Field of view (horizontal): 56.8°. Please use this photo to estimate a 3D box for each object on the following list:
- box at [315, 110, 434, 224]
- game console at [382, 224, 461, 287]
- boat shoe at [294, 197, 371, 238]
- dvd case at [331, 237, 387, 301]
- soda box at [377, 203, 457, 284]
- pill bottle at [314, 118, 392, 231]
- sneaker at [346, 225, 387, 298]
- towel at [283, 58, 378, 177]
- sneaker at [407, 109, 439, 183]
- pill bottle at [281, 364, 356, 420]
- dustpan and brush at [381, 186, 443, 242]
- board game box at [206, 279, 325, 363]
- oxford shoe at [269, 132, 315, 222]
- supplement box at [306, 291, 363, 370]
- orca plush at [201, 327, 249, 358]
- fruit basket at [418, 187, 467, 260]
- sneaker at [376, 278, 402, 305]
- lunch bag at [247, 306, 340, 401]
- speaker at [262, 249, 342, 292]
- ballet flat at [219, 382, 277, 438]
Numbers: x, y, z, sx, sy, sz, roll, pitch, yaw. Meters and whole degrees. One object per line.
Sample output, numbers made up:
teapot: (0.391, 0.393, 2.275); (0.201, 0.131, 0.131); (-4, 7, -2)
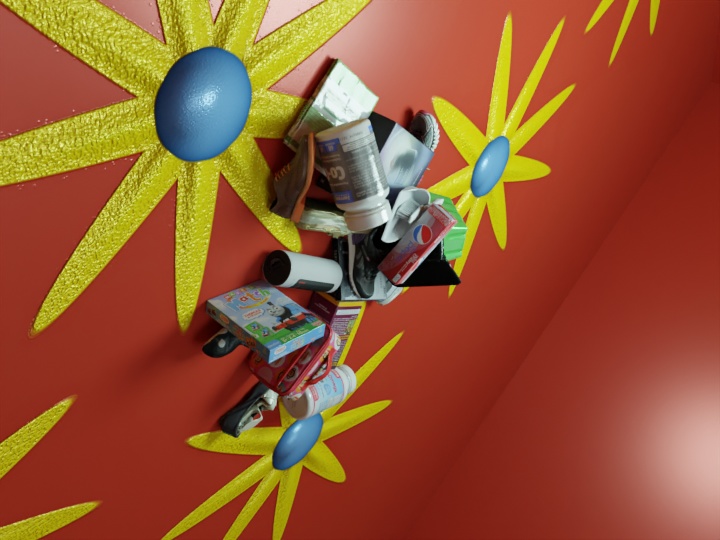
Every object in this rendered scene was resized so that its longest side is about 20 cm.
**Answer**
box: (0.036, -0.226, 1.482); (0.198, 0.123, 0.200); (19, 101, -57)
game console: (0.139, -0.049, 1.660); (0.116, 0.199, 0.177); (4, 84, -56)
boat shoe: (-0.060, -0.109, 1.479); (0.199, 0.074, 0.067); (12, 119, -33)
dvd case: (0.000, 0.000, 1.653); (0.200, 0.025, 0.151); (4, 82, -56)
soda box: (0.131, -0.060, 1.532); (0.200, 0.063, 0.070); (-49, 167, 16)
pill bottle: (-0.009, -0.187, 1.312); (0.114, 0.114, 0.201); (-31, 111, -37)
sneaker: (0.022, -0.025, 1.575); (0.076, 0.087, 0.201); (-30, 118, -52)
towel: (-0.058, -0.305, 1.347); (0.149, 0.031, 0.200); (33, 87, -47)
sneaker: (0.128, -0.286, 1.598); (0.075, 0.081, 0.201); (-17, 131, -45)
pill bottle: (-0.105, 0.317, 1.775); (0.200, 0.109, 0.109); (-15, 129, -49)
dustpan and brush: (0.132, -0.142, 1.518); (0.200, 0.057, 0.140); (-40, 156, -54)
board game box: (-0.195, 0.098, 1.364); (0.151, 0.200, 0.037); (-24, 134, -43)
oxford shoe: (-0.134, -0.182, 1.307); (0.071, 0.073, 0.200); (-89, -165, -53)
supplement box: (-0.087, 0.147, 1.670); (0.110, 0.086, 0.201); (2, 115, -56)
orca plush: (-0.248, 0.146, 1.435); (0.105, 0.071, 0.200); (-49, 170, 25)
fruit basket: (0.154, -0.121, 1.713); (0.215, 0.215, 0.156); (-28, 137, -40)
sneaker: (0.106, 0.015, 1.855); (0.200, 0.073, 0.071); (-42, 156, -9)
lunch bag: (-0.145, 0.198, 1.546); (0.200, 0.176, 0.082); (-53, 149, -9)
speaker: (-0.127, 0.003, 1.494); (0.200, 0.081, 0.081); (11, 108, -58)
ballet flat: (-0.250, 0.332, 1.622); (0.200, 0.073, 0.073); (-41, 145, -26)
